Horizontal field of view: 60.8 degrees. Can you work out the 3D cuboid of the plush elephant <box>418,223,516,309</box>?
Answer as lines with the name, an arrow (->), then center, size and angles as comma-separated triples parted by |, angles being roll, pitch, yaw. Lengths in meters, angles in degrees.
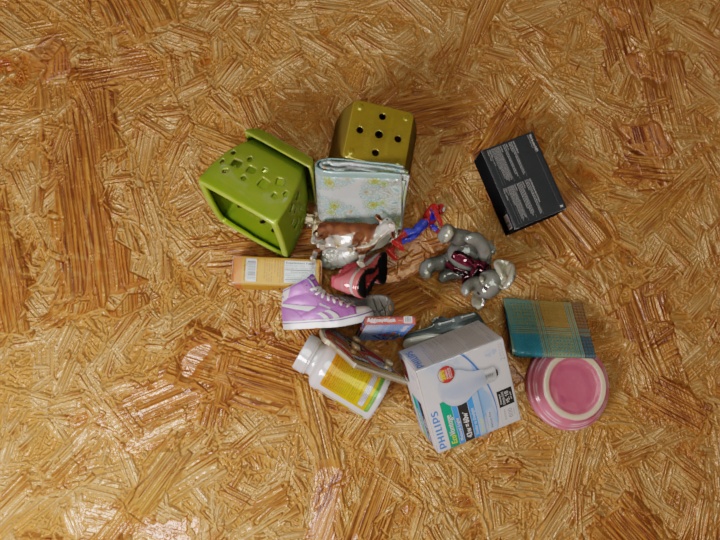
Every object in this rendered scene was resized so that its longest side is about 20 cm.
plush elephant -> 0.251, 0.003, 1.363 | 0.197, 0.165, 0.156 | -2, 53, -30

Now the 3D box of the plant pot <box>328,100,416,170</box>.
plant pot -> 0.030, -0.264, 1.369 | 0.197, 0.177, 0.203 | 12, 76, -4

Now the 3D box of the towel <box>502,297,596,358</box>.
towel -> 0.430, 0.134, 1.407 | 0.197, 0.022, 0.148 | 3, 57, -6

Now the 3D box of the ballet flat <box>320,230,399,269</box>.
ballet flat -> 0.001, -0.058, 1.386 | 0.198, 0.072, 0.072 | -29, 85, -9

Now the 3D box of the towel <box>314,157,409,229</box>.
towel -> 0.002, -0.159, 1.314 | 0.197, 0.172, 0.049 | 7, 51, 4

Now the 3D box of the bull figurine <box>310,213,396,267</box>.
bull figurine -> -0.018, -0.066, 1.312 | 0.197, 0.066, 0.122 | 0, 37, 27

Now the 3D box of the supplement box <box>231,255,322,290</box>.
supplement box -> -0.184, 0.008, 1.366 | 0.197, 0.067, 0.070 | 5, 78, -6

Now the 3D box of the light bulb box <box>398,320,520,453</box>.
light bulb box -> 0.210, 0.244, 1.309 | 0.197, 0.125, 0.201 | -20, 106, -9

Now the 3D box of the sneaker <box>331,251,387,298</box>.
sneaker -> 0.000, 0.000, 1.340 | 0.086, 0.200, 0.075 | 7, 107, 22

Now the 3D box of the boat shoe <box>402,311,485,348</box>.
boat shoe -> 0.188, 0.137, 1.392 | 0.197, 0.073, 0.062 | -9, 55, -5

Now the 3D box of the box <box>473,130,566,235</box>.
box -> 0.376, -0.205, 1.452 | 0.139, 0.079, 0.202 | -21, 83, -6

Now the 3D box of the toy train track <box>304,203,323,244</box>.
toy train track -> -0.056, -0.115, 1.415 | 0.197, 0.033, 0.117 | 5, 80, -6

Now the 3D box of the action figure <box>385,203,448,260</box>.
action figure -> 0.154, -0.081, 1.395 | 0.099, 0.065, 0.200 | 41, 55, 5

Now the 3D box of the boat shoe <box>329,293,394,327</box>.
boat shoe -> -0.021, 0.089, 1.367 | 0.197, 0.073, 0.076 | 0, 88, 8

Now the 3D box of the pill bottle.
pill bottle -> -0.042, 0.223, 1.322 | 0.198, 0.111, 0.112 | 31, 79, 0

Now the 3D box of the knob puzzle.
knob puzzle -> -0.006, 0.163, 1.302 | 0.218, 0.220, 0.031 | 30, 94, -1

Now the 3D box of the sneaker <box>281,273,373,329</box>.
sneaker -> -0.072, 0.063, 1.298 | 0.197, 0.073, 0.116 | -3, 88, 3

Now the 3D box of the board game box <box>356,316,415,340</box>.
board game box -> 0.050, 0.124, 1.302 | 0.101, 0.200, 0.020 | 1, 75, -6

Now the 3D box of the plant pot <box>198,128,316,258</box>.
plant pot -> -0.200, -0.174, 1.321 | 0.198, 0.199, 0.183 | 30, 73, 10

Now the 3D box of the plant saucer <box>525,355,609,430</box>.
plant saucer -> 0.480, 0.263, 1.401 | 0.197, 0.051, 0.204 | 1, 81, -6
